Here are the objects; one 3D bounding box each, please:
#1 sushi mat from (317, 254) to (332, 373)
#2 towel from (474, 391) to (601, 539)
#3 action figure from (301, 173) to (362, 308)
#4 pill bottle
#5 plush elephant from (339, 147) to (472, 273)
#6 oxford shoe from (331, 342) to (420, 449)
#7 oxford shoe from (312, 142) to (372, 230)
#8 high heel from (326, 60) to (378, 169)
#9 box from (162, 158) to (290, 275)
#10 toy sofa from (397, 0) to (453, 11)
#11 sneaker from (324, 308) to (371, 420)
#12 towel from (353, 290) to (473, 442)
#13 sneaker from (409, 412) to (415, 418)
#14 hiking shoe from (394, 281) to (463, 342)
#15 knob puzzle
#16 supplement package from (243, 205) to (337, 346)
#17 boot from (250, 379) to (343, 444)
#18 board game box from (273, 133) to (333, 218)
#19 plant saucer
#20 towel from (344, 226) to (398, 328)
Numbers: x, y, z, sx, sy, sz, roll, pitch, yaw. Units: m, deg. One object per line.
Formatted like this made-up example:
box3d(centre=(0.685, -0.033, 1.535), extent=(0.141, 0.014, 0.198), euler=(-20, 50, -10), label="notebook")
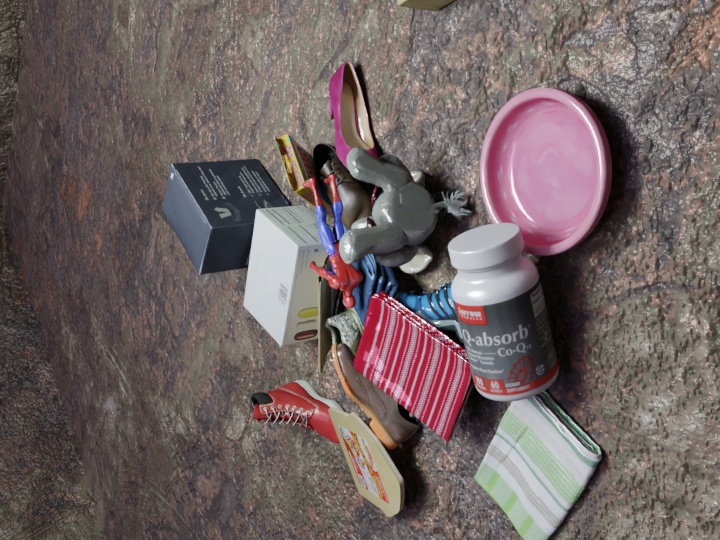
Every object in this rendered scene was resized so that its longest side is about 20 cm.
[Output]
box3d(centre=(-0.062, 0.075, 1.347), extent=(0.012, 0.096, 0.204), euler=(7, 124, 8), label="sushi mat")
box3d(centre=(0.235, 0.270, 1.053), extent=(0.150, 0.030, 0.203), euler=(48, 132, 38), label="towel")
box3d(centre=(-0.049, -0.036, 1.202), extent=(0.099, 0.064, 0.205), euler=(-26, 78, 62), label="action figure")
box3d(centre=(0.179, 0.052, 0.975), extent=(0.115, 0.115, 0.205), euler=(6, 118, 52), label="pill bottle")
box3d(centre=(0.051, -0.077, 1.143), extent=(0.155, 0.194, 0.170), euler=(133, 136, -72), label="plush elephant")
box3d(centre=(0.025, 0.192, 1.250), extent=(0.072, 0.071, 0.202), euler=(-32, 102, 16), label="oxford shoe")
box3d(centre=(-0.034, -0.134, 1.257), extent=(0.073, 0.084, 0.202), euler=(-42, 51, 14), label="oxford shoe")
box3d(centre=(-0.005, -0.242, 1.245), extent=(0.097, 0.066, 0.204), euler=(115, 145, -49), label="high heel")
box3d(centre=(-0.256, -0.110, 1.497), extent=(0.198, 0.196, 0.119), euler=(52, 134, 33), label="box")
box3d(centre=(0.094, -0.472, 1.052), extent=(0.096, 0.082, 0.206), euler=(-12, 87, 48), label="toy sofa")
box3d(centre=(-0.017, 0.163, 1.321), extent=(0.076, 0.087, 0.205), euler=(-30, 73, 51), label="sneaker")
box3d(centre=(0.075, 0.139, 1.126), extent=(0.198, 0.022, 0.148), euler=(34, 122, 31), label="towel")
box3d(centre=(0.067, 0.137, 1.198), extent=(0.203, 0.080, 0.078), euler=(62, 154, 24), label="sneaker")
box3d(centre=(0.133, 0.048, 1.124), extent=(0.197, 0.073, 0.089), euler=(15, 101, 41), label="hiking shoe")
box3d(centre=(0.026, 0.328, 1.306), extent=(0.220, 0.030, 0.223), euler=(46, 149, 36), label="knob puzzle")
box3d(centre=(-0.124, 0.007, 1.416), extent=(0.155, 0.109, 0.205), euler=(38, 126, 43), label="supplement package")
box3d(centre=(-0.120, 0.279, 1.438), extent=(0.198, 0.142, 0.074), euler=(26, 116, 46), label="boot")
box3d(centre=(-0.088, -0.157, 1.287), extent=(0.029, 0.199, 0.098), euler=(-23, 75, 14), label="board game box")
box3d(centre=(0.236, -0.123, 0.958), extent=(0.199, 0.050, 0.206), euler=(16, 110, 52), label="plant saucer")
box3d(centre=(0.000, 0.000, 1.257), extent=(0.201, 0.047, 0.114), euler=(-117, 36, -50), label="towel")
